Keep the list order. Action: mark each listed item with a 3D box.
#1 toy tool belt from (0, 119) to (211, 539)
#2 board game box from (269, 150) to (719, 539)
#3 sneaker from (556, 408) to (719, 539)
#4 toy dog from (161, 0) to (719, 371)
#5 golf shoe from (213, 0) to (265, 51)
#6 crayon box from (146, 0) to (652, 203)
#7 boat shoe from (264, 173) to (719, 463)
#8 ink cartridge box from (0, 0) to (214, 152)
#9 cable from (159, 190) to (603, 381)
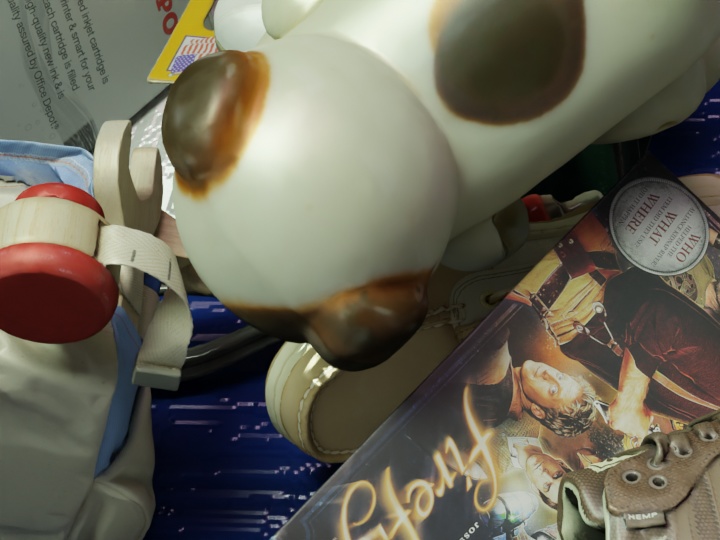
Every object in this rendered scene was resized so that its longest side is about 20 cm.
[{"bbox_3d":[-0.112,0.005,0.925,0.124,0.200,0.123,8,54,-7],"label":"toy tool belt"},{"bbox_3d":[0.079,0.073,0.877,0.135,0.035,0.200,43,64,4],"label":"board game box"},{"bbox_3d":[0.105,0.074,0.823,0.076,0.070,0.200,43,65,-1],"label":"sneaker"},{"bbox_3d":[0.028,-0.053,0.874,0.200,0.140,0.194,-39,18,-18],"label":"toy dog"},{"bbox_3d":[0.036,-0.119,1.019,0.199,0.092,0.073,-6,45,10],"label":"golf shoe"},{"bbox_3d":[0.028,-0.093,1.097,0.199,0.052,0.126,7,48,20],"label":"crayon box"},{"bbox_3d":[0.065,0.025,0.951,0.199,0.074,0.069,-22,40,-10],"label":"boat shoe"},{"bbox_3d":[-0.166,-0.102,1.089,0.084,0.145,0.200,27,57,35],"label":"ink cartridge box"},{"bbox_3d":[0.000,0.000,1.017,0.199,0.097,0.050,-28,11,13],"label":"cable"}]
